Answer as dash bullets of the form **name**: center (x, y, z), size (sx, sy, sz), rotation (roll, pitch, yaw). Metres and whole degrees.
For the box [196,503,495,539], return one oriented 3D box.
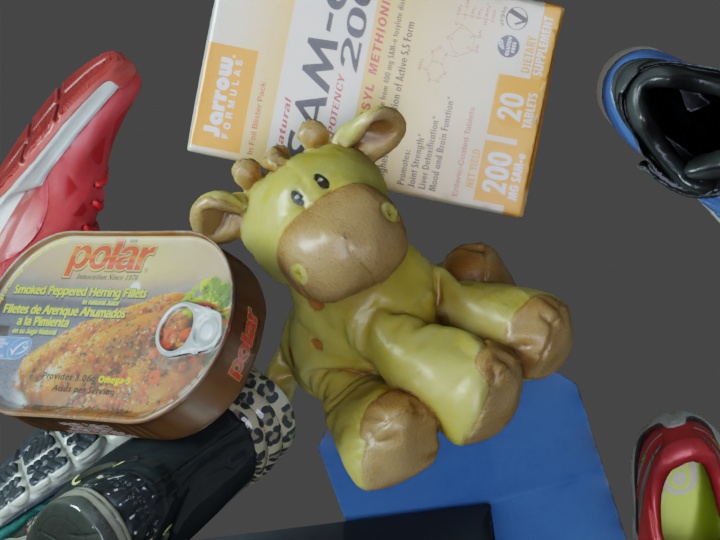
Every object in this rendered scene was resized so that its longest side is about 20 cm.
- **box**: center (-0.011, 0.226, 1.616), size (0.199, 0.079, 0.142), rotation (-7, 116, 4)

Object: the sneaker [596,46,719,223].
- **sneaker**: center (0.227, -0.057, 1.578), size (0.200, 0.111, 0.077), rotation (38, 96, -6)

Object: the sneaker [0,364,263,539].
- **sneaker**: center (-0.141, 0.120, 1.622), size (0.199, 0.078, 0.080), rotation (-25, 111, 5)

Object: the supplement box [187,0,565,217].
- **supplement box**: center (0.008, -0.113, 1.585), size (0.199, 0.074, 0.127), rotation (10, 98, -2)

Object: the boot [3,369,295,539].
- **boot**: center (-0.125, 0.138, 1.550), size (0.154, 0.204, 0.074), rotation (-36, 85, -30)

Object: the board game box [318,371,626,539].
- **board game box**: center (0.070, 0.131, 1.638), size (0.157, 0.039, 0.201), rotation (-16, 113, 8)

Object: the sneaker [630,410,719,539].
- **sneaker**: center (0.195, 0.186, 1.628), size (0.077, 0.085, 0.201), rotation (-10, 99, 1)

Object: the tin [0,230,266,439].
- **tin**: center (-0.133, 0.035, 1.502), size (0.042, 0.199, 0.113), rotation (28, 71, -44)

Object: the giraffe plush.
- **giraffe plush**: center (0.000, 0.000, 1.524), size (0.172, 0.199, 0.163), rotation (-42, 125, -28)

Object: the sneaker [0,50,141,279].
- **sneaker**: center (-0.163, -0.025, 1.606), size (0.115, 0.078, 0.200), rotation (35, 109, -14)
